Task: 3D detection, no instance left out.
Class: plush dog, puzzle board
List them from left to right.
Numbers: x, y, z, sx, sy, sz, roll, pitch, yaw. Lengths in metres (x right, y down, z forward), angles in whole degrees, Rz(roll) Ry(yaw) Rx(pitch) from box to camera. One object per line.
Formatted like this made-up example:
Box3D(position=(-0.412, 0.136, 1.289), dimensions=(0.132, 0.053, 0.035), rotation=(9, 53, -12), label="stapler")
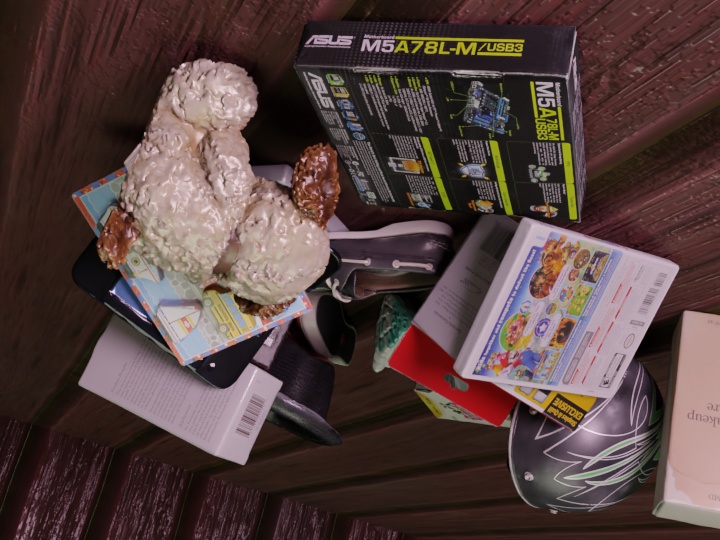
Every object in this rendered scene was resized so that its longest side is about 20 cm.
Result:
Box3D(position=(-0.155, -0.016, 0.883), dimensions=(0.150, 0.017, 0.201), rotation=(-24, 110, 14), label="puzzle board")
Box3D(position=(-0.104, -0.038, 0.754), dimensions=(0.171, 0.161, 0.201), rotation=(22, 132, -9), label="plush dog")

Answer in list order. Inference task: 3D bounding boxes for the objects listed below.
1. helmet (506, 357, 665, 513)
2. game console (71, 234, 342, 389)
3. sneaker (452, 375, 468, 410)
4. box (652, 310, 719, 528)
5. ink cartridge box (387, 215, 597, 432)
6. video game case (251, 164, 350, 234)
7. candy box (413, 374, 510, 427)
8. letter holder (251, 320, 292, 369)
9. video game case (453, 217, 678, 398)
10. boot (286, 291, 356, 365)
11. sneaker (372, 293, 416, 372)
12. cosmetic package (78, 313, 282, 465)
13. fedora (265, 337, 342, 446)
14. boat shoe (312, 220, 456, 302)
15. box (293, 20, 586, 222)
Box3D(position=(0.240, 0.171, 1.051), dimensions=(0.199, 0.201, 0.191), rotation=(22, -172, -20), label="helmet")
Box3D(position=(-0.150, -0.002, 0.908), dimensions=(0.200, 0.171, 0.118), rotation=(38, 170, -13), label="game console")
Box3D(position=(0.145, 0.112, 1.153), dimensions=(0.072, 0.071, 0.200), rotation=(-3, 145, 18), label="sneaker")
Box3D(position=(0.357, 0.152, 0.960), dimensions=(0.094, 0.202, 0.078), rotation=(8, 157, 13), label="box")
Box3D(position=(0.151, 0.069, 0.896), dimensions=(0.199, 0.176, 0.084), rotation=(31, -176, -39), label="ink cartridge box")
Box3D(position=(-0.105, -0.049, 0.989), dimensions=(0.181, 0.023, 0.200), rotation=(2, 156, 29), label="video game case")
Box3D(position=(0.186, 0.169, 1.295), dimensions=(0.198, 0.061, 0.136), rotation=(5, 157, 23), label="candy box")
Box3D(position=(-0.182, 0.019, 1.042), dimensions=(0.199, 0.101, 0.142), rotation=(29, 166, -17), label="letter holder")
Box3D(position=(0.185, 0.039, 0.835), dimensions=(0.199, 0.144, 0.018), rotation=(12, -161, -36), label="video game case")
Box3D(position=(-0.093, 0.068, 1.209), dimensions=(0.143, 0.073, 0.200), rotation=(10, 162, 13), label="boot")
Box3D(position=(0.065, 0.078, 1.149), dimensions=(0.090, 0.078, 0.200), rotation=(5, 166, -2), label="sneaker")
Box3D(position=(-0.197, 0.123, 1.033), dimensions=(0.199, 0.102, 0.071), rotation=(21, 169, 25), label="cosmetic package")
Box3D(position=(-0.089, 0.139, 1.161), dimensions=(0.199, 0.092, 0.201), rotation=(26, 165, 7), label="fedora")
Box3D(position=(0.000, 0.000, 0.947), dimensions=(0.198, 0.061, 0.074), rotation=(-8, 152, 20), label="boat shoe")
Box3D(position=(0.069, -0.107, 0.712), dimensions=(0.191, 0.048, 0.200), rotation=(4, 156, 18), label="box")
